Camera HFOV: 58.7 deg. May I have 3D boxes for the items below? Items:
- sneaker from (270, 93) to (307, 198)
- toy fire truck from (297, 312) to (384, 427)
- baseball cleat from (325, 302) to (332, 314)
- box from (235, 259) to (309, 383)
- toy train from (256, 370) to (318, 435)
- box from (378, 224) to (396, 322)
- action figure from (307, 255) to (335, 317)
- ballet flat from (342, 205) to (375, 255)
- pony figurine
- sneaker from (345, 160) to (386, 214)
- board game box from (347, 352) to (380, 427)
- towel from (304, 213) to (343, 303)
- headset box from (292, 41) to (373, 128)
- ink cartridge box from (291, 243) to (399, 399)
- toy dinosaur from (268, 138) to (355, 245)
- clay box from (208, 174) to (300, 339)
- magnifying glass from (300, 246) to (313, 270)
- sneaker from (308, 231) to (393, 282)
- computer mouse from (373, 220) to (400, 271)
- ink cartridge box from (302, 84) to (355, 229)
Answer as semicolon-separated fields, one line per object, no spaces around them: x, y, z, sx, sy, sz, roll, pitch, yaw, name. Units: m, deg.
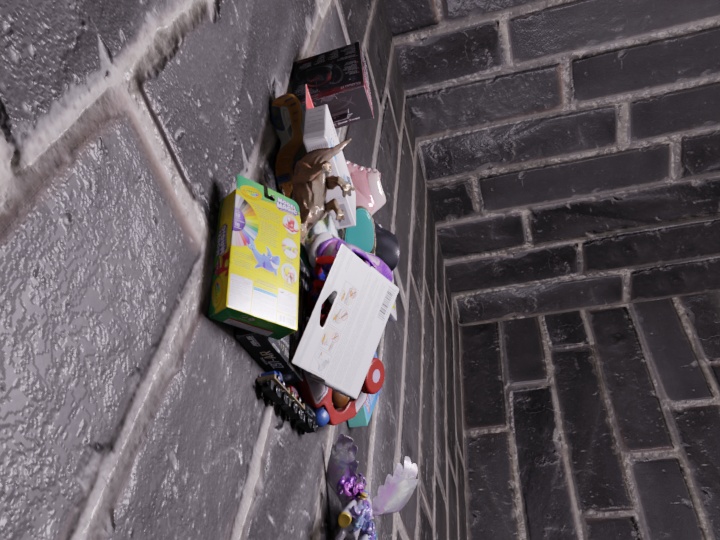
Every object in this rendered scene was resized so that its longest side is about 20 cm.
-0.109;-0.212;1.153;0.088;0.074;0.204;38;46;-71;sneaker
-0.051;0.180;1.127;0.168;0.110;0.203;-44;126;-45;toy fire truck
-0.045;0.046;1.295;0.200;0.068;0.108;-86;162;-75;baseball cleat
-0.127;0.047;0.976;0.161;0.043;0.203;63;23;-53;box
-0.108;0.201;0.982;0.201;0.033;0.047;62;19;-54;toy train
0.018;0.011;1.478;0.113;0.099;0.204;52;32;-65;box
-0.070;0.039;1.100;0.200;0.051;0.067;121;-31;-66;action figure
-0.001;-0.027;1.255;0.075;0.066;0.204;-128;-150;-78;ballet flat
-0.004;0.408;1.101;0.200;0.164;0.196;-41;153;-78;pony figurine
-0.019;-0.199;1.333;0.202;0.104;0.075;58;-3;13;sneaker
0.000;0.223;1.389;0.200;0.044;0.155;-50;131;-73;board game box
-0.063;-0.064;1.236;0.202;0.047;0.173;-85;158;-44;towel
-0.055;-0.354;1.268;0.202;0.146;0.076;-95;167;-45;headset box
-0.030;0.082;1.024;0.173;0.043;0.203;37;70;-44;ink cartridge box
-0.087;-0.130;1.040;0.085;0.135;0.203;7;106;-42;toy dinosaur
-0.139;-0.020;0.867;0.114;0.047;0.203;24;52;-37;clay box
-0.088;-0.049;1.249;0.200;0.022;0.081;-35;116;-76;magnifying glass
0.000;0.000;1.147;0.199;0.088;0.082;26;85;-46;sneaker
0.008;-0.054;1.336;0.052;0.199;0.141;11;104;-36;computer mouse
-0.053;-0.207;1.149;0.202;0.044;0.178;71;12;-46;ink cartridge box
